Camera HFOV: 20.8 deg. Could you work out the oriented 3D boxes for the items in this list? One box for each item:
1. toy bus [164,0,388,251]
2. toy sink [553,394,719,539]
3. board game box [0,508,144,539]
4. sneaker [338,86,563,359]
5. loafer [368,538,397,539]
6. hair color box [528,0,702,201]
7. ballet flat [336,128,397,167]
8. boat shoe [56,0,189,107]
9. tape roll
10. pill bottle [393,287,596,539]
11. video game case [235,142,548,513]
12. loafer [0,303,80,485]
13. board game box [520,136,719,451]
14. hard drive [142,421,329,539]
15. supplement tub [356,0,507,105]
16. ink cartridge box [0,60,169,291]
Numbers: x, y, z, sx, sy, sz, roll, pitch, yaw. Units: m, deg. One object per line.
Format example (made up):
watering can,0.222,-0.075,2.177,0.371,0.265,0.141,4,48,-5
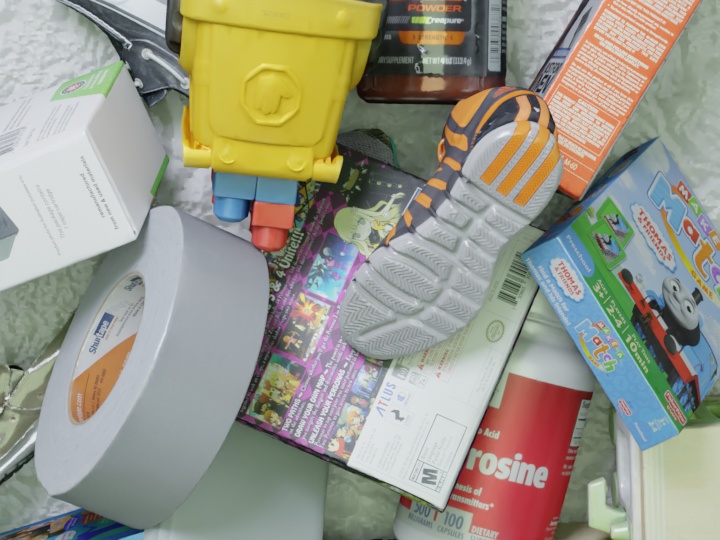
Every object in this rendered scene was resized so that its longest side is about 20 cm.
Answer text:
toy bus,-0.062,-0.119,1.267,0.135,0.200,0.193,4,109,-7
toy sink,0.231,0.145,1.368,0.199,0.130,0.113,-3,95,0
board game box,-0.213,0.205,1.350,0.199,0.152,0.045,-17,96,1
sneaker,0.061,-0.035,1.265,0.077,0.112,0.200,36,113,-16
loafer,-0.033,0.229,1.392,0.199,0.068,0.071,3,56,-4
hair color box,0.171,-0.151,1.349,0.064,0.111,0.201,32,93,-4
ballet flat,0.000,0.000,1.361,0.072,0.072,0.202,-9,79,-1
boat shoe,-0.138,-0.147,1.365,0.199,0.072,0.068,29,92,-11
tape roll,-0.137,0.061,1.263,0.066,0.200,0.201,25,94,-23
pill bottle,0.099,0.105,1.367,0.112,0.112,0.201,15,92,-3
video game case,0.012,0.034,1.304,0.180,0.036,0.201,22,80,6
loafer,-0.245,0.098,1.385,0.200,0.075,0.070,-39,90,-7
board game box,0.197,0.010,1.328,0.037,0.200,0.152,-29,97,34
hard drive,-0.079,0.145,1.319,0.132,0.201,0.026,33,129,-26
supplement tub,0.049,-0.214,1.342,0.106,0.107,0.201,0,95,-1
ink cartridge box,-0.242,-0.050,1.308,0.199,0.146,0.084,-20,111,12
